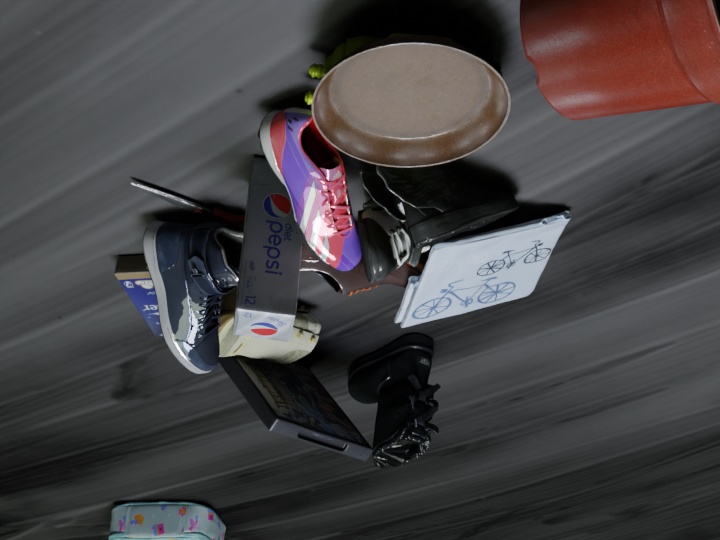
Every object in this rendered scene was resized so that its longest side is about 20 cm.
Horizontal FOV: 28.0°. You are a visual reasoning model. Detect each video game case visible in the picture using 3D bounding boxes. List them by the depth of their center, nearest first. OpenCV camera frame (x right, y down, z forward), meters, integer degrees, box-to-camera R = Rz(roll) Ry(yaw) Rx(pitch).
[{"bbox_3d":[-0.095,0.172,1.950,0.180,0.200,0.026,24,105,-41],"label":"video game case"}]

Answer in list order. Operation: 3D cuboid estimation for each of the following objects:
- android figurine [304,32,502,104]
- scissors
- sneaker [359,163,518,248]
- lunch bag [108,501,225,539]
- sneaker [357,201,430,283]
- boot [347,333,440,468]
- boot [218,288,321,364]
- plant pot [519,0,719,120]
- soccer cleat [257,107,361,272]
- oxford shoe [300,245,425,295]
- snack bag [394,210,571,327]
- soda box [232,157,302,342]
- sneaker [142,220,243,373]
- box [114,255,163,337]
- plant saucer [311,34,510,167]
[{"bbox_3d":[0.042,-0.184,1.491,0.197,0.041,0.183,7,149,-7],"label":"android figurine"},{"bbox_3d":[-0.180,-0.072,1.733,0.073,0.014,0.199,-20,140,39],"label":"scissors"},{"bbox_3d":[0.092,-0.090,1.604,0.199,0.105,0.060,-20,173,-43],"label":"sneaker"},{"bbox_3d":[-0.342,0.478,2.595,0.197,0.078,0.161,-2,148,11],"label":"lunch bag"},{"bbox_3d":[0.043,-0.042,1.618,0.087,0.200,0.075,-6,108,6],"label":"sneaker"},{"bbox_3d":[0.039,0.193,1.991,0.073,0.164,0.198,20,146,-25],"label":"boot"},{"bbox_3d":[-0.113,0.054,1.862,0.153,0.073,0.200,11,138,-34],"label":"boot"},{"bbox_3d":[0.257,-0.225,1.264,0.194,0.203,0.200,-10,147,38],"label":"plant pot"},{"bbox_3d":[-0.040,-0.085,1.566,0.073,0.068,0.201,-4,120,43],"label":"soccer cleat"},{"bbox_3d":[0.000,0.000,1.747,0.198,0.073,0.071,19,173,-18],"label":"oxford shoe"},{"bbox_3d":[0.143,-0.002,1.733,0.186,0.022,0.201,-13,153,-17],"label":"snack bag"},{"bbox_3d":[-0.100,-0.025,1.614,0.067,0.202,0.064,7,149,-7],"label":"soda box"},{"bbox_3d":[-0.174,0.035,1.750,0.145,0.077,0.204,-2,116,31],"label":"sneaker"},{"bbox_3d":[-0.234,0.043,1.909,0.120,0.033,0.201,-3,149,12],"label":"box"},{"bbox_3d":[0.050,-0.172,1.439,0.197,0.032,0.201,1,149,0],"label":"plant saucer"}]
